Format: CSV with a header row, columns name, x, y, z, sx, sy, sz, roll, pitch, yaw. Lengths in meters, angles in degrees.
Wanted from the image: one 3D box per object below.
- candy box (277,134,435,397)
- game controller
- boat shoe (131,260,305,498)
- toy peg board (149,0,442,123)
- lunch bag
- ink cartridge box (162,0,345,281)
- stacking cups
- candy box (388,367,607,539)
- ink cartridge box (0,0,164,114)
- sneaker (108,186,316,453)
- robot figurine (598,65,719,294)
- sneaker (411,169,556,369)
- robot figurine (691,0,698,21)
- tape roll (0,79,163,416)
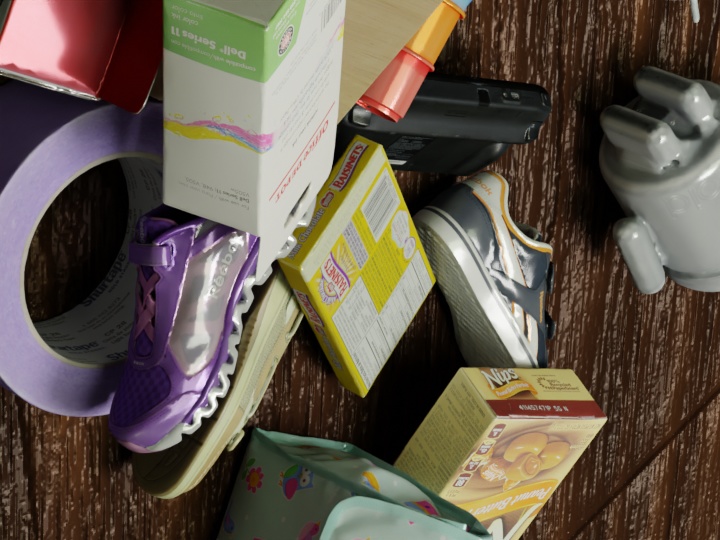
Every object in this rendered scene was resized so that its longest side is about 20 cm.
name,x,y,z,sx,sy,sz,roll,pitch,yaw
candy box,0.000,0.000,1.714,0.102,0.026,0.200,-55,155,-17
game controller,0.036,-0.098,1.718,0.200,0.104,0.042,3,69,-44
boat shoe,-0.083,0.063,1.692,0.063,0.073,0.201,35,73,-46
toy peg board,-0.059,-0.196,1.530,0.200,0.098,0.199,18,126,-38
lunch bag,-0.007,0.218,1.729,0.122,0.200,0.171,14,99,-44
ink cartridge box,-0.061,-0.104,1.455,0.200,0.067,0.117,95,20,-45
stacking cups,0.049,-0.191,1.607,0.060,0.060,0.200,34,84,-44
candy box,0.074,0.157,1.824,0.115,0.055,0.200,3,130,-42
ink cartridge box,-0.168,-0.207,1.433,0.084,0.175,0.200,14,97,-43
sneaker,-0.108,0.009,1.530,0.088,0.080,0.200,32,79,-39
robot figurine,0.250,-0.062,1.904,0.170,0.113,0.200,-47,131,-11
sneaker,0.106,0.018,1.833,0.079,0.078,0.200,-41,130,-21
robot figurine,0.210,-0.270,1.774,0.170,0.113,0.200,-58,137,-33
tape roll,-0.173,-0.017,1.569,0.200,0.085,0.201,-17,117,-37
